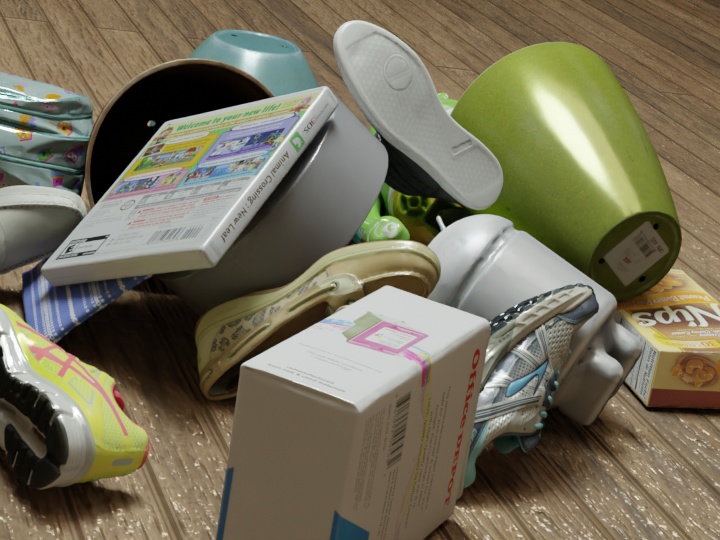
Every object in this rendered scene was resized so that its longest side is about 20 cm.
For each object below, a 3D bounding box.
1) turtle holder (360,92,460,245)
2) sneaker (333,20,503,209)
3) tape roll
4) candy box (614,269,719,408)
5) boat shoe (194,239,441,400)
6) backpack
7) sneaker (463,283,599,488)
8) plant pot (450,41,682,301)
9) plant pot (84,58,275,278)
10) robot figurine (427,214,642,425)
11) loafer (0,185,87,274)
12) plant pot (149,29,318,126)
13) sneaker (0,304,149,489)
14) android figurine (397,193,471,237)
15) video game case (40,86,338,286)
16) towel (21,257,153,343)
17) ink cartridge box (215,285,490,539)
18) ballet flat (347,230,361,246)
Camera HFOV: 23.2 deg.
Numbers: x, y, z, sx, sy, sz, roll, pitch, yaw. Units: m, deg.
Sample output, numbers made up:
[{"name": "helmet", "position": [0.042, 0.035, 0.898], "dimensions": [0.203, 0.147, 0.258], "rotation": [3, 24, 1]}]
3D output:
[{"name": "turtle holder", "position": [0.076, -0.087, 1.696], "dimensions": [0.184, 0.142, 0.131], "rotation": [-6, 27, -44]}, {"name": "sneaker", "position": [0.025, -0.123, 1.445], "dimensions": [0.200, 0.071, 0.099], "rotation": [46, -23, -28]}, {"name": "tape roll", "position": [-0.072, -0.049, 1.383], "dimensions": [0.066, 0.200, 0.201], "rotation": [44, 8, -22]}, {"name": "candy box", "position": [0.267, 0.056, 1.531], "dimensions": [0.114, 0.056, 0.200], "rotation": [3, 20, -17]}, {"name": "boat shoe", "position": [-0.030, 0.040, 1.280], "dimensions": [0.198, 0.073, 0.063], "rotation": [-24, 44, 19]}, {"name": "backpack", "position": [-0.338, -0.118, 1.566], "dimensions": [0.198, 0.128, 0.167], "rotation": [11, 15, -12]}, {"name": "sneaker", "position": [0.105, 0.084, 1.261], "dimensions": [0.199, 0.087, 0.078], "rotation": [-36, 3, -27]}, {"name": "plant pot", "position": [0.193, -0.070, 1.542], "dimensions": [0.185, 0.189, 0.200], "rotation": [1, 34, -28]}, {"name": "plant pot", "position": [-0.166, -0.096, 1.560], "dimensions": [0.185, 0.189, 0.200], "rotation": [5, 6, -18]}, {"name": "robot figurine", "position": [0.121, 0.034, 1.377], "dimensions": [0.199, 0.113, 0.169], "rotation": [37, 36, 11]}, {"name": "loafer", "position": [-0.305, -0.017, 1.358], "dimensions": [0.198, 0.071, 0.070], "rotation": [-16, 29, -16]}, {"name": "plant pot", "position": [-0.119, -0.175, 1.839], "dimensions": [0.198, 0.136, 0.200], "rotation": [11, 19, -4]}, {"name": "sneaker", "position": [-0.206, 0.086, 1.166], "dimensions": [0.090, 0.079, 0.200], "rotation": [7, 24, -37]}, {"name": "android figurine", "position": [0.110, -0.014, 1.560], "dimensions": [0.181, 0.041, 0.200], "rotation": [37, -1, 4]}, {"name": "video game case", "position": [-0.130, -0.062, 1.329], "dimensions": [0.199, 0.022, 0.183], "rotation": [-7, 39, 45]}, {"name": "towel", "position": [-0.175, -0.018, 1.360], "dimensions": [0.199, 0.024, 0.145], "rotation": [-35, 26, 2]}, {"name": "ink cartridge box", "position": [-0.002, 0.109, 1.091], "dimensions": [0.084, 0.146, 0.200], "rotation": [18, 20, 23]}, {"name": "ballet flat", "position": [-0.032, -0.020, 1.434], "dimensions": [0.070, 0.072, 0.200], "rotation": [8, 15, -11]}]
